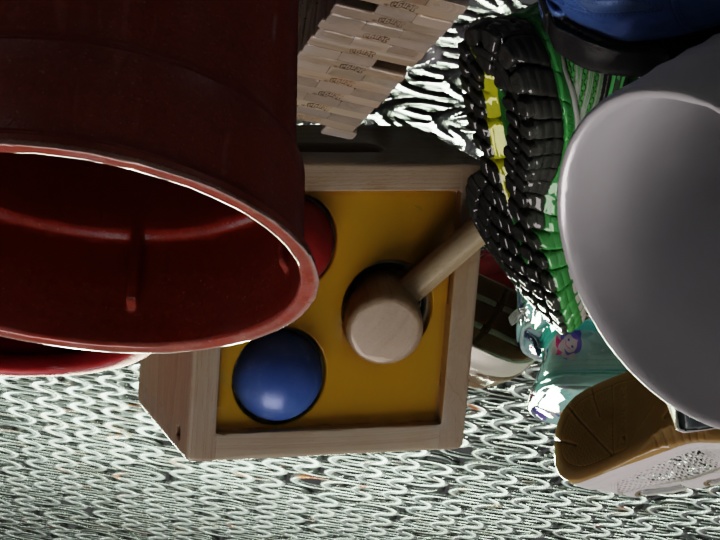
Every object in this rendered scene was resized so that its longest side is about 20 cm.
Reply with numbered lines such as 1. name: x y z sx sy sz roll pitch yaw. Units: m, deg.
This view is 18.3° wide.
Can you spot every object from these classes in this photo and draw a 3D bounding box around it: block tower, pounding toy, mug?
1. block tower: 0.000 -0.120 1.032 0.057 0.054 0.200 12 162 -11
2. pounding toy: 0.000 0.000 1.176 0.198 0.186 0.142 -1 -165 -21
3. mug: 0.205 -0.016 0.907 0.175 0.201 0.148 -29 175 -34

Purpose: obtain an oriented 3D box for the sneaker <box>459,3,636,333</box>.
1. sneaker: 0.102 -0.047 1.055 0.085 0.078 0.201 -26 143 -16

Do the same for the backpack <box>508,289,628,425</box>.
1. backpack: 0.173 0.015 1.249 0.176 0.152 0.200 8 158 1

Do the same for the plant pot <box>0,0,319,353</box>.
1. plant pot: -0.106 -0.093 0.901 0.199 0.197 0.201 5 157 2

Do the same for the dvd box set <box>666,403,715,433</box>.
1. dvd box set: 0.202 0.015 1.051 0.145 0.030 0.200 -9 -161 2

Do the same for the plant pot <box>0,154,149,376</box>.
1. plant pot: -0.186 -0.059 1.073 0.199 0.184 0.201 1 161 0

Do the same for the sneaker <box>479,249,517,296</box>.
1. sneaker: 0.129 0.037 1.453 0.112 0.072 0.200 -11 147 39

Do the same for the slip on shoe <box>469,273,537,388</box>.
1. slip on shoe: 0.016 0.009 1.349 0.199 0.076 0.061 27 146 -14

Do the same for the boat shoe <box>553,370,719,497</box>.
1. boat shoe: 0.191 0.072 1.139 0.069 0.071 0.199 27 148 -34

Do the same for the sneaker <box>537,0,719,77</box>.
1. sneaker: 0.075 -0.131 0.915 0.198 0.077 0.111 5 155 -11
